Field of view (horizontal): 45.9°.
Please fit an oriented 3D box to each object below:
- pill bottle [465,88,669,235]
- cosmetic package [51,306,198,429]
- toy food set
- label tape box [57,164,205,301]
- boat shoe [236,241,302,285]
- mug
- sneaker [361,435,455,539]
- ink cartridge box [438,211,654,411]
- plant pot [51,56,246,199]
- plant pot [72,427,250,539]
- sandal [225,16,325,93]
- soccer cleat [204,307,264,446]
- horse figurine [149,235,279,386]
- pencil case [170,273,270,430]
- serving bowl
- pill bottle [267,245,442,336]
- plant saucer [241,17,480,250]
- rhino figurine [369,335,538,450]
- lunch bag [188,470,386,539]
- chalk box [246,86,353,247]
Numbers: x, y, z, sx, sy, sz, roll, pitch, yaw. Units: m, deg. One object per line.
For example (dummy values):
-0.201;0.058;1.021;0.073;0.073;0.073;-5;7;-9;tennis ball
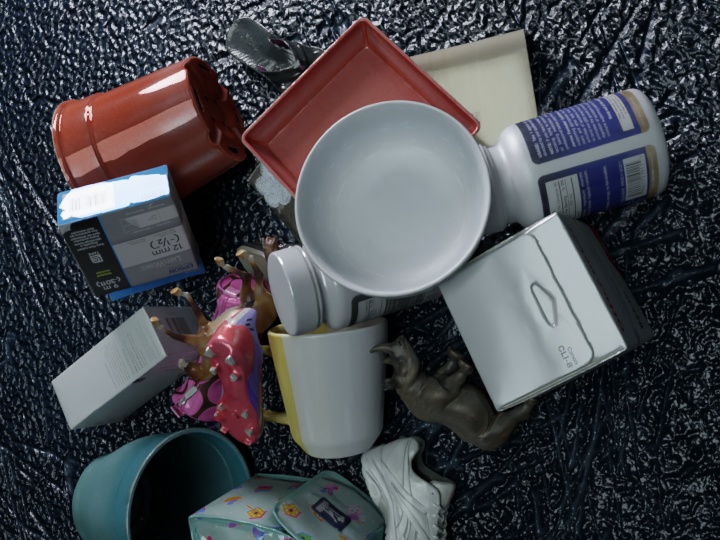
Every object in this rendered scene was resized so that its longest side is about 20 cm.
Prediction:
0.212;-0.110;0.901;0.197;0.116;0.118;-16;81;4;pill bottle
-0.319;0.135;1.189;0.199;0.112;0.082;-38;73;21;cosmetic package
0.140;-0.174;1.009;0.141;0.060;0.204;-10;85;14;toy food set
-0.289;-0.027;1.107;0.141;0.202;0.067;-16;46;-5;label tape box
-0.075;-0.002;1.113;0.198;0.073;0.063;20;54;31;boat shoe
-0.043;0.141;1.051;0.185;0.148;0.156;1;99;56;mug
0.075;0.292;1.010;0.098;0.078;0.203;-27;78;19;sneaker
0.198;0.042;0.887;0.144;0.199;0.147;-31;75;21;ink cartridge box
-0.269;-0.175;1.140;0.193;0.200;0.204;-22;79;15;plant pot
-0.276;0.309;1.126;0.186;0.198;0.204;-7;85;41;plant pot
-0.110;-0.279;1.133;0.199;0.048;0.076;30;101;25;sandal
-0.138;0.133;1.014;0.066;0.077;0.202;19;138;21;soccer cleat
-0.157;0.050;1.025;0.199;0.133;0.050;-38;36;-2;horse figurine
-0.182;0.102;1.118;0.090;0.093;0.202;34;110;32;pencil case
0.036;-0.065;0.860;0.197;0.066;0.204;-3;75;12;serving bowl
0.000;0.000;0.979;0.197;0.114;0.115;-16;79;-19;pill bottle
0.000;-0.147;0.943;0.200;0.037;0.200;-44;70;0;plant saucer
0.098;0.138;0.979;0.198;0.060;0.088;27;98;-4;rhino figurine
-0.082;0.322;1.032;0.197;0.170;0.124;-3;95;26;lunch bag
-0.016;-0.137;1.042;0.200;0.124;0.125;-48;69;15;chalk box
